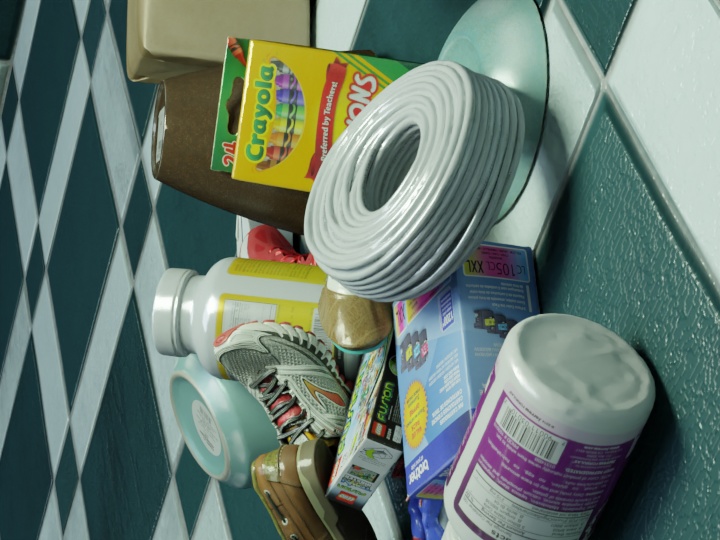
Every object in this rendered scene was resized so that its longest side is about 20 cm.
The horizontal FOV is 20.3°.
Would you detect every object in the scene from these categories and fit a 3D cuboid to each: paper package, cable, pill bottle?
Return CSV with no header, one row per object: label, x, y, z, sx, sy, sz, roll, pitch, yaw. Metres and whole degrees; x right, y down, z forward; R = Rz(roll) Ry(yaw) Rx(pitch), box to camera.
paper package,-0.151,-0.301,2.146,0.103,0.189,0.202,142,131,-68
cable,0.040,-0.072,1.565,0.201,0.069,0.200,-60,28,-2
pill bottle,-0.084,0.047,1.834,0.112,0.198,0.113,6,-90,-77
pill bottle,0.123,0.139,1.408,0.113,0.111,0.201,-109,31,-48

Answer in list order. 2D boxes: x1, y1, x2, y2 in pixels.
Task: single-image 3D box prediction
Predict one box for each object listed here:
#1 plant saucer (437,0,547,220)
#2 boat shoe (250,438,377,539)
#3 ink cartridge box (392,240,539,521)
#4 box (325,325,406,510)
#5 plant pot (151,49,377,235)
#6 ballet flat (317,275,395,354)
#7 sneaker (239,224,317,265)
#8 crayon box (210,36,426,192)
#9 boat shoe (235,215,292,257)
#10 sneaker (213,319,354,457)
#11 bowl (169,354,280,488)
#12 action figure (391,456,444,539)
plant saucer,0.094,-0.139,1.658,0.201,0.038,0.203,-175,90,-70
boat shoe,-0.033,0.232,1.750,0.072,0.067,0.201,-69,-38,-59
ink cartridge box,0.087,0.095,1.570,0.137,0.076,0.202,129,139,-57
box,0.024,0.090,1.702,0.110,0.034,0.201,121,167,-52
plant pot,-0.094,-0.123,1.902,0.187,0.198,0.189,-176,90,-77
ballet flat,0.000,0.000,1.704,0.200,0.067,0.073,-74,-17,-67
sneaker,-0.051,-0.002,1.995,0.116,0.078,0.201,-60,42,32
crayon box,-0.037,-0.133,1.788,0.051,0.198,0.128,-24,-58,-77
boat shoe,-0.104,-0.054,2.127,0.065,0.073,0.202,-169,86,-65
sneaker,-0.047,0.116,1.747,0.078,0.199,0.083,-33,28,41
bowl,-0.115,0.130,1.952,0.201,0.104,0.202,45,148,40
action figure,0.055,0.171,1.679,0.065,0.051,0.202,-146,66,-71
